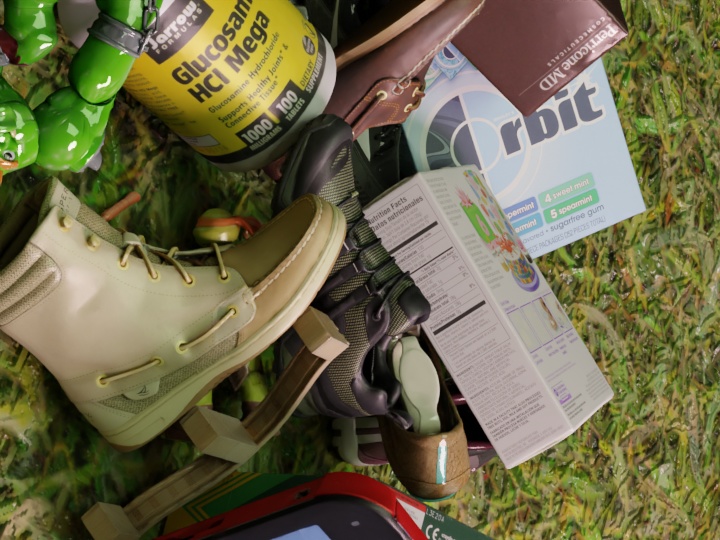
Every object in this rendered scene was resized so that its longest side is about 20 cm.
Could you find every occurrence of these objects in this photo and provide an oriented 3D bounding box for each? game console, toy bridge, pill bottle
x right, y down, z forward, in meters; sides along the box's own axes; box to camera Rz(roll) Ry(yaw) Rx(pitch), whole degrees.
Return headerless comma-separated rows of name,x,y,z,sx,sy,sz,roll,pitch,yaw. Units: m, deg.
game console,-0.030,0.206,1.072,0.177,0.199,0.031,54,31,-23
toy bridge,-0.085,0.102,1.123,0.027,0.200,0.067,50,8,22
pill bottle,-0.114,-0.158,1.139,0.200,0.112,0.113,41,57,-39

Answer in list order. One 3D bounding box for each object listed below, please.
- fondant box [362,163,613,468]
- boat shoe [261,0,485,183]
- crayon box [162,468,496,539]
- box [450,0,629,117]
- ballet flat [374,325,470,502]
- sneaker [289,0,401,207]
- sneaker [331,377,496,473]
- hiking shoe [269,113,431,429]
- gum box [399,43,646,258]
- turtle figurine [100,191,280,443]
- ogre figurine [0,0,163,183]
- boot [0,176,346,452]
fondant box,0.090,0.026,1.270,0.201,0.058,0.144,60,19,5
boat shoe,0.008,-0.128,1.224,0.070,0.200,0.070,50,23,-14
crayon box,0.001,0.186,1.188,0.200,0.172,0.059,33,65,-43
box,0.085,-0.214,1.276,0.200,0.100,0.075,41,24,-24
ballet flat,0.026,0.063,1.235,0.201,0.067,0.073,-110,-162,-45
sneaker,0.006,-0.128,1.293,0.066,0.090,0.201,-20,101,-47
sneaker,0.081,0.116,1.333,0.199,0.115,0.076,0,85,-49
hiking shoe,0.000,0.000,1.164,0.076,0.100,0.201,-39,132,-64
gum box,0.109,-0.109,1.385,0.169,0.045,0.201,-23,106,-14
turtle figurine,-0.083,0.028,1.191,0.199,0.064,0.162,0,86,-49
ogre figurine,-0.211,-0.111,1.025,0.199,0.098,0.121,-11,109,-40
boot,-0.122,-0.007,1.079,0.200,0.073,0.155,-41,115,7
